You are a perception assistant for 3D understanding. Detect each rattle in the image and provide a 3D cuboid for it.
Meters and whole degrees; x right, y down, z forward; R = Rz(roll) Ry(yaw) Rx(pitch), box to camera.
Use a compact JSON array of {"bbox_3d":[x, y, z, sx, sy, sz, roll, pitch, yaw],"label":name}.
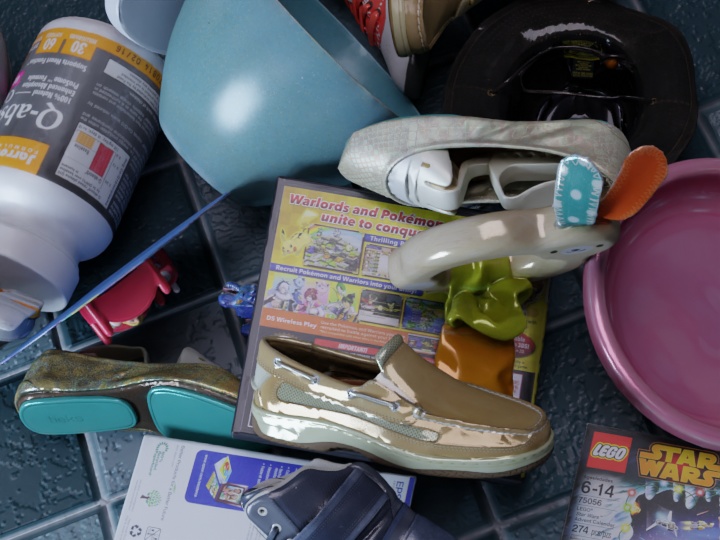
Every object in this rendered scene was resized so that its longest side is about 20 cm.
[{"bbox_3d":[0.111,0.019,1.065,0.199,0.130,0.144,-16,59,43],"label":"rattle"}]

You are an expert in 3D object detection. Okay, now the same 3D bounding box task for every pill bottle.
[{"bbox_3d":[-0.224,-0.079,1.286,0.116,0.117,0.201,13,65,18],"label":"pill bottle"}]

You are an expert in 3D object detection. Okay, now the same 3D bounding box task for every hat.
[{"bbox_3d":[0.151,-0.104,1.244,0.199,0.081,0.202,-3,54,4],"label":"hat"}]

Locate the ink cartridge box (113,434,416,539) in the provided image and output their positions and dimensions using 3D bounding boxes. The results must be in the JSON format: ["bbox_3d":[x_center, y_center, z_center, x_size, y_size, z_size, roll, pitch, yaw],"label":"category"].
[{"bbox_3d":[-0.063,0.175,1.158,0.199,0.039,0.100,7,64,17],"label":"ink cartridge box"}]

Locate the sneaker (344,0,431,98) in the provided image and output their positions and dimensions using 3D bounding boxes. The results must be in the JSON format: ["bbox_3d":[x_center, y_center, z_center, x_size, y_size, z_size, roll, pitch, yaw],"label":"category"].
[{"bbox_3d":[0.001,-0.217,1.330,0.107,0.067,0.202,4,56,-5],"label":"sneaker"}]

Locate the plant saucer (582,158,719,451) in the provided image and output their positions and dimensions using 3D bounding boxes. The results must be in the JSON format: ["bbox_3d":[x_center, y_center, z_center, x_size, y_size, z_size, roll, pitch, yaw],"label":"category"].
[{"bbox_3d":[0.239,0.026,1.140,0.199,0.051,0.202,4,69,-11],"label":"plant saucer"}]

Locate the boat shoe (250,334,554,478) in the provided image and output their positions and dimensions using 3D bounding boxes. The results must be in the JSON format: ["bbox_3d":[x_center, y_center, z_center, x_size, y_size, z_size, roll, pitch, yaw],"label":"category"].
[{"bbox_3d":[0.023,0.078,1.078,0.199,0.077,0.072,6,19,15],"label":"boat shoe"}]

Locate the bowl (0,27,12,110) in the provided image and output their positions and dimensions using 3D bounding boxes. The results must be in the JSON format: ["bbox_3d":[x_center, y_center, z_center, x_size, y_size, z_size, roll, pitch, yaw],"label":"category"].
[{"bbox_3d":[-0.335,-0.149,1.339,0.200,0.090,0.202,-1,89,38],"label":"bowl"}]

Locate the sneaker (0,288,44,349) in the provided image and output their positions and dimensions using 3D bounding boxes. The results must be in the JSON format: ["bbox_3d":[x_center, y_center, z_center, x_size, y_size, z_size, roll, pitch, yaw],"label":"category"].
[{"bbox_3d":[-0.288,0.042,1.226,0.200,0.078,0.078,-2,67,59],"label":"sneaker"}]

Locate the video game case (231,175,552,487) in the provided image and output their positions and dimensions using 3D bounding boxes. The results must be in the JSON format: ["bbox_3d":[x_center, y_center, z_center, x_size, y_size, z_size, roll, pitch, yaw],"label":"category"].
[{"bbox_3d":[0.025,0.041,1.170,0.199,0.026,0.182,10,77,-1],"label":"video game case"}]

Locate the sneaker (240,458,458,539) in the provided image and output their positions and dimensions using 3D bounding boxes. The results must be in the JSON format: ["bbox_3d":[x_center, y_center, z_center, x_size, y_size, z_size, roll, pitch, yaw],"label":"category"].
[{"bbox_3d":[-0.039,0.211,1.065,0.146,0.077,0.203,41,91,0],"label":"sneaker"}]

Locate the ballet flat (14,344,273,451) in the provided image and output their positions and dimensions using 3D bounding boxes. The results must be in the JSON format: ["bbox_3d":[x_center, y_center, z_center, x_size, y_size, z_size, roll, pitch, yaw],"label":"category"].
[{"bbox_3d":[-0.145,0.083,1.213,0.199,0.071,0.071,2,62,13],"label":"ballet flat"}]

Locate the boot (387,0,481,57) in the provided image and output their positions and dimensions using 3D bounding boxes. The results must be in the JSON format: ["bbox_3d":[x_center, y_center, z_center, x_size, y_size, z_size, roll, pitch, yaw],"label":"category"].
[{"bbox_3d":[0.111,-0.221,1.246,0.155,0.073,0.200,8,42,17],"label":"boot"}]

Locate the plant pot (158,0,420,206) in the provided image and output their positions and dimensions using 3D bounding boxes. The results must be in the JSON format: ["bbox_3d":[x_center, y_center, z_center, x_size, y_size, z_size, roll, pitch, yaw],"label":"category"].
[{"bbox_3d":[-0.068,-0.126,1.251,0.135,0.200,0.200,-44,60,11],"label":"plant pot"}]

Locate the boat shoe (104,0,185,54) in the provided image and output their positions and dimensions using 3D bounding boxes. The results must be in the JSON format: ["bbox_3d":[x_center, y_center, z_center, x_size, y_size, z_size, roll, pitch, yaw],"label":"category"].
[{"bbox_3d":[-0.134,-0.212,1.314,0.068,0.074,0.199,26,26,29],"label":"boat shoe"}]

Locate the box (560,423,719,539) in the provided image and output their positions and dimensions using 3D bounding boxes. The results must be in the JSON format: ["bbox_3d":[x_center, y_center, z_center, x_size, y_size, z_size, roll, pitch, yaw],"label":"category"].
[{"bbox_3d":[0.227,0.182,1.093,0.199,0.040,0.138,9,63,16],"label":"box"}]

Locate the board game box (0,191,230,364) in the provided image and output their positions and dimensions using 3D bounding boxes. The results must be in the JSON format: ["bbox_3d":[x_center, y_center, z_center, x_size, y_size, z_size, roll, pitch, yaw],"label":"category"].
[{"bbox_3d":[-0.158,0.018,1.192,0.158,0.200,0.039,-32,98,34],"label":"board game box"}]

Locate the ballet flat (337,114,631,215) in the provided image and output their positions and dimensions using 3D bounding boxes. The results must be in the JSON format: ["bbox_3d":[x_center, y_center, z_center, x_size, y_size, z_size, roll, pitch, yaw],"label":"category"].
[{"bbox_3d":[0.079,-0.067,1.138,0.199,0.068,0.063,-3,46,10],"label":"ballet flat"}]

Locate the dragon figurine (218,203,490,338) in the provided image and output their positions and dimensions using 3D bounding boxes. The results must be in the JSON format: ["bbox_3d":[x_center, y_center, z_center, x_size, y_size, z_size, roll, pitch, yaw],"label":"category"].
[{"bbox_3d":[0.000,0.000,1.228,0.199,0.059,0.100,-5,62,6],"label":"dragon figurine"}]
